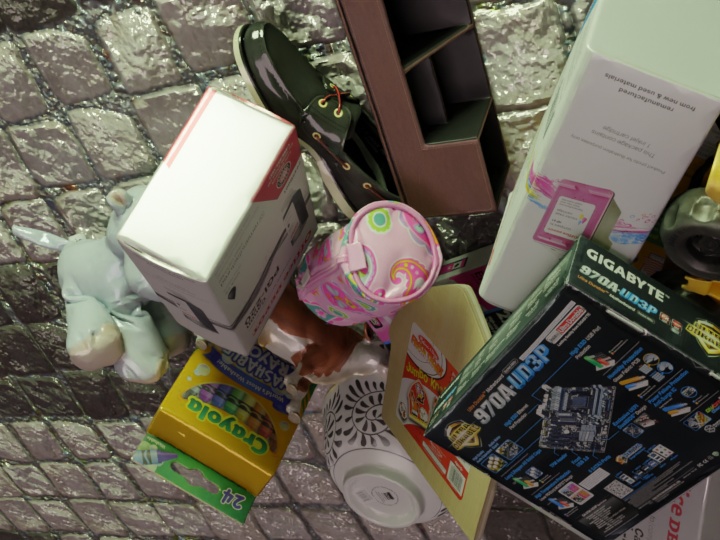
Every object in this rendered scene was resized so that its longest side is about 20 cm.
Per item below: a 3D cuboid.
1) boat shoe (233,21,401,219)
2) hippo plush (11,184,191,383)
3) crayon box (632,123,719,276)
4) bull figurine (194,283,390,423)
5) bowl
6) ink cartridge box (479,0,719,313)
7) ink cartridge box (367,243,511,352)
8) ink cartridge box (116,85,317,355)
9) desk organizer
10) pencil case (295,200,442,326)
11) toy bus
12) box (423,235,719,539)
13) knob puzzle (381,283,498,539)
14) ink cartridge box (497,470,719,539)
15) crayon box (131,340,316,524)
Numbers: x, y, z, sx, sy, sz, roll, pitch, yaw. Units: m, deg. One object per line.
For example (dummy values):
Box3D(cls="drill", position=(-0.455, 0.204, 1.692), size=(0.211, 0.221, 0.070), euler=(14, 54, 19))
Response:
Box3D(cls="boat shoe", position=(-0.026, -0.126, 0.776), size=(0.063, 0.074, 0.202), euler=(-18, 125, 35))
Box3D(cls="hippo plush", position=(-0.213, -0.007, 0.944), size=(0.161, 0.158, 0.201), euler=(-43, 62, 25))
Box3D(cls="crayon box", position=(0.222, -0.090, 0.711), size=(0.124, 0.052, 0.201), euler=(24, 134, 4))
Box3D(cls="bull figurine", position=(-0.063, 0.069, 0.934), size=(0.199, 0.122, 0.065), euler=(35, 137, 2))
Box3D(cls="bowl", position=(0.035, 0.214, 1.030), size=(0.198, 0.095, 0.202), euler=(12, 132, 14))
Box3D(cls="ink cartridge box", position=(0.155, -0.078, 0.615), size=(0.084, 0.145, 0.201), euler=(22, 134, 4))
Box3D(cls="ink cartridge box", position=(0.100, 0.034, 0.887), size=(0.199, 0.037, 0.095), euler=(-22, 117, 34))
Box3D(cls="ink cartridge box", position=(-0.109, -0.031, 0.789), size=(0.084, 0.147, 0.200), euler=(25, 163, 10))
Box3D(cls="desk organizer", position=(0.053, -0.140, 0.730), size=(0.076, 0.072, 0.202), euler=(-4, 127, 24))
Box3D(cls="pencil case", position=(0.000, 0.000, 0.807), size=(0.087, 0.088, 0.200), euler=(36, 165, -9))
Box3D(cls="toy bus", position=(0.283, -0.010, 0.577), size=(0.190, 0.136, 0.201), euler=(24, 153, 21))
Box3D(cls="box", position=(0.154, 0.090, 0.627), size=(0.158, 0.046, 0.201), euler=(31, 136, -2))
Box3D(cls="knob puzzle", position=(0.083, 0.101, 0.836), size=(0.030, 0.221, 0.221), euler=(-7, 141, -26))
Box3D(cls="ink cartridge box", position=(0.205, 0.140, 0.753), size=(0.199, 0.085, 0.149), euler=(26, 126, 45))
Box3D(cls="crayon box", position=(-0.122, 0.131, 0.941), size=(0.125, 0.201, 0.052), euler=(31, 135, -5))
